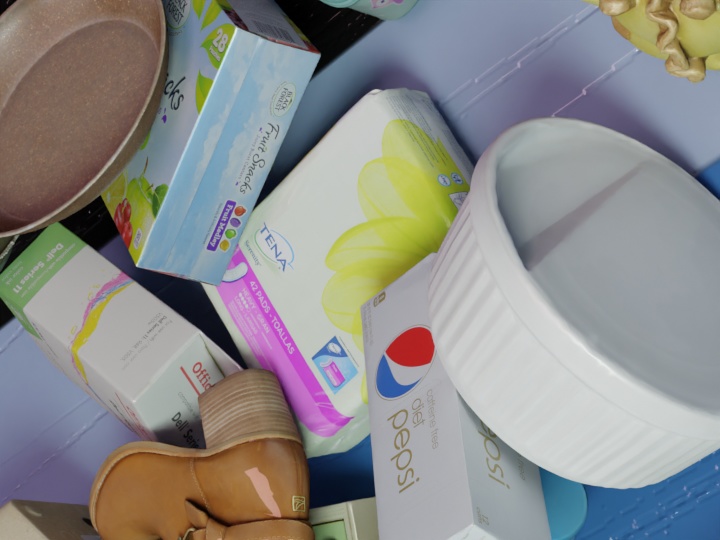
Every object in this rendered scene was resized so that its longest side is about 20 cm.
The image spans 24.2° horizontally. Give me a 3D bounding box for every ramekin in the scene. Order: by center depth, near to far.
[{"bbox_3d":[0.126,0.022,0.885,0.094,0.202,0.203,-51,61,38],"label":"ramekin"}]

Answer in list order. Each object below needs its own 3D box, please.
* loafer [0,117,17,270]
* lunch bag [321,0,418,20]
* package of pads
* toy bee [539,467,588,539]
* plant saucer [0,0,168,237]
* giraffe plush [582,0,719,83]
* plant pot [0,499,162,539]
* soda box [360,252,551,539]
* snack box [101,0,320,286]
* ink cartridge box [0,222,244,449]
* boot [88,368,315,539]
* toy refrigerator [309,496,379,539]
[{"bbox_3d":[-0.249,-0.071,1.146,0.070,0.075,0.201,-48,20,48],"label":"loafer"},{"bbox_3d":[-0.015,-0.270,1.062,0.200,0.077,0.161,46,116,29],"label":"lunch bag"},{"bbox_3d":[0.000,0.000,1.057,0.200,0.068,0.155,-43,66,30],"label":"package of pads"},{"bbox_3d":[0.082,0.155,0.955,0.200,0.108,0.131,55,166,40],"label":"toy bee"},{"bbox_3d":[-0.192,-0.104,1.073,0.200,0.037,0.201,-20,53,29],"label":"plant saucer"},{"bbox_3d":[0.178,-0.158,0.856,0.172,0.162,0.201,-23,75,35],"label":"giraffe plush"},{"bbox_3d":[-0.198,0.269,1.146,0.199,0.200,0.178,35,99,33],"label":"plant pot"},{"bbox_3d":[0.049,0.087,0.897,0.064,0.068,0.201,-37,35,25],"label":"soda box"},{"bbox_3d":[-0.114,-0.113,1.102,0.169,0.067,0.200,-64,32,20],"label":"snack box"},{"bbox_3d":[-0.148,0.064,1.135,0.200,0.117,0.067,34,71,33],"label":"ink cartridge box"},{"bbox_3d":[-0.102,0.172,1.046,0.200,0.073,0.155,-44,48,38],"label":"boot"},{"bbox_3d":[0.001,0.247,1.055,0.076,0.070,0.201,-16,80,37],"label":"toy refrigerator"}]
